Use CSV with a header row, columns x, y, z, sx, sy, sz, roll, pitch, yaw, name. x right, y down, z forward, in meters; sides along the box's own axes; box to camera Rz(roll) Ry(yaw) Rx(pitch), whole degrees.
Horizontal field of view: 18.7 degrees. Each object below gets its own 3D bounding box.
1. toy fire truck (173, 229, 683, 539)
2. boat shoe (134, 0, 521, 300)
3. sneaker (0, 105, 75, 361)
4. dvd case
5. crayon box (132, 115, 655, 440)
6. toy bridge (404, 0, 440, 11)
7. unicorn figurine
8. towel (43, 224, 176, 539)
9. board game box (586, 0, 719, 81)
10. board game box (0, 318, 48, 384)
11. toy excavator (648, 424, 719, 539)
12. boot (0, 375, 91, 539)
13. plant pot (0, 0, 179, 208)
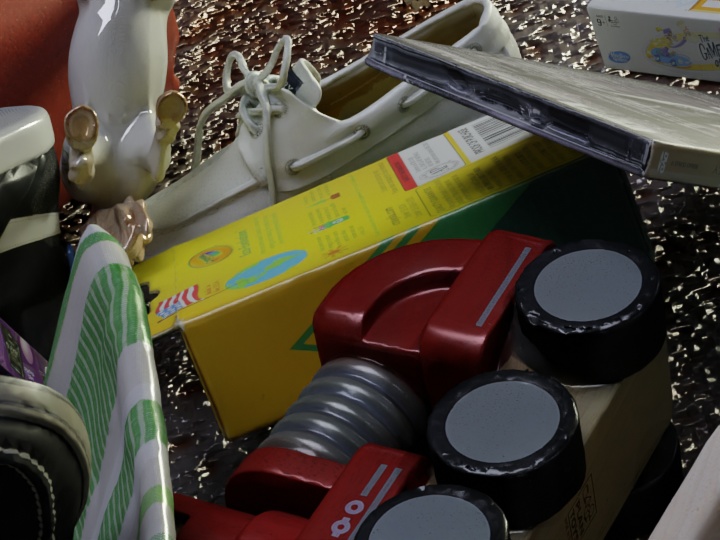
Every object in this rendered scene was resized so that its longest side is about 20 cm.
x,y,z,sx,sy,sz,roll,pitch,yaw,name
-0.011,0.074,0.719,0.199,0.129,0.176,12,45,27,toy fire truck
-0.026,-0.062,0.929,0.201,0.086,0.075,-24,33,-2,boat shoe
-0.170,0.018,0.811,0.073,0.112,0.200,-1,20,34,sneaker
0.121,-0.048,0.774,0.200,0.016,0.149,5,15,-38,dvd case
0.000,0.000,0.827,0.199,0.051,0.127,-22,15,1,crayon box
0.007,-0.175,1.086,0.027,0.067,0.200,-24,34,-3,toy bridge
-0.091,-0.096,0.899,0.074,0.137,0.201,20,80,-2,unicorn figurine
-0.089,0.096,0.682,0.023,0.153,0.200,11,30,-16,towel
0.215,-0.127,0.924,0.200,0.034,0.134,12,47,41,board game box
-0.173,0.049,0.770,0.120,0.200,0.032,-21,64,6,board game box
0.165,0.031,0.656,0.199,0.195,0.100,-4,26,-25,toy excavator
-0.117,0.132,0.602,0.073,0.204,0.154,6,57,-14,boot
-0.197,-0.081,0.979,0.200,0.201,0.195,12,38,41,plant pot
